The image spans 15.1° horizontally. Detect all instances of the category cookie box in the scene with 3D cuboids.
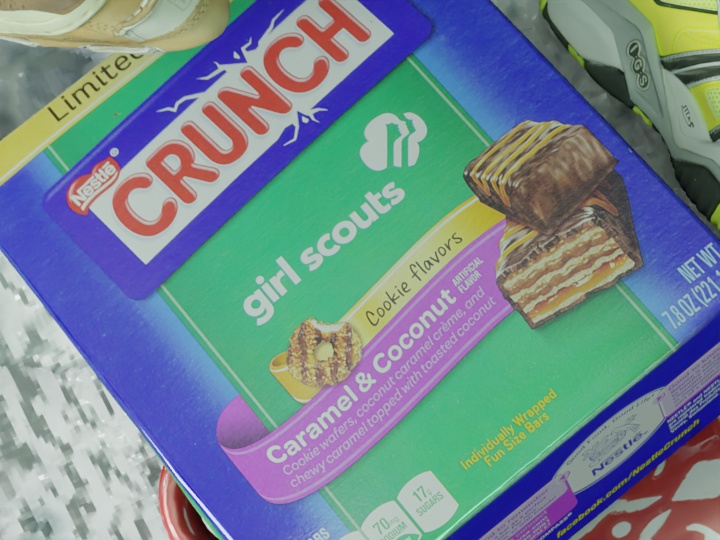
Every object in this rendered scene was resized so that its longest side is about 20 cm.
[{"bbox_3d":[0.000,0.000,0.846,0.171,0.075,0.200,-39,63,-5],"label":"cookie box"}]

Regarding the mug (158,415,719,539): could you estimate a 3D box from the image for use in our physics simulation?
[{"bbox_3d":[0.038,0.111,0.879,0.200,0.134,0.178,-30,118,4],"label":"mug"}]

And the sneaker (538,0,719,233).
[{"bbox_3d":[0.134,-0.055,0.842,0.200,0.075,0.076,49,115,30],"label":"sneaker"}]

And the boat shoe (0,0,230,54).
[{"bbox_3d":[-0.107,-0.098,0.862,0.076,0.200,0.072,28,92,-34],"label":"boat shoe"}]
